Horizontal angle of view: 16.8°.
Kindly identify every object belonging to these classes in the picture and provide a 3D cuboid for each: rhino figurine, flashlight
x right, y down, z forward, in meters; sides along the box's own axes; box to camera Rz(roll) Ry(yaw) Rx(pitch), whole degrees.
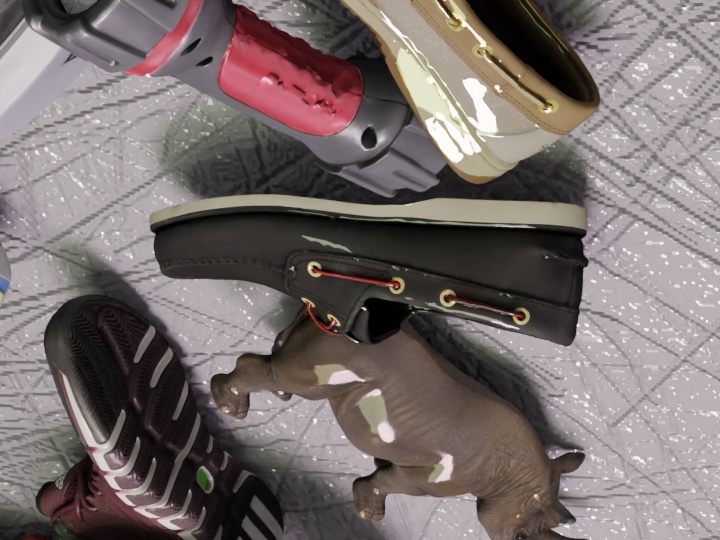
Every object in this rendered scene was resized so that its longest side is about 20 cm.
[{"bbox_3d":[0.033,0.079,1.131,0.200,0.060,0.087,36,127,-20],"label":"rhino figurine"},{"bbox_3d":[-0.036,-0.083,0.935,0.199,0.068,0.068,24,118,-43],"label":"flashlight"}]

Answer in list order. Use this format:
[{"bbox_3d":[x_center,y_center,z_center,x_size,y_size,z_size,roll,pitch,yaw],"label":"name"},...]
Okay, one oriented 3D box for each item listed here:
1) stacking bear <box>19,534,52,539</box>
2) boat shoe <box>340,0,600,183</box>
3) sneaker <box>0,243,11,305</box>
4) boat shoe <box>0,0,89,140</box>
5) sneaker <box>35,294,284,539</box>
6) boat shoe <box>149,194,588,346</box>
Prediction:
[{"bbox_3d":[-0.288,0.154,1.323,0.199,0.114,0.122,35,138,-6],"label":"stacking bear"},{"bbox_3d":[0.025,-0.124,0.922,0.066,0.074,0.200,-22,125,24],"label":"boat shoe"},{"bbox_3d":[-0.207,-0.060,1.081,0.105,0.076,0.200,-21,122,38],"label":"sneaker"},{"bbox_3d":[-0.115,-0.132,0.976,0.066,0.070,0.200,50,131,4],"label":"boat shoe"},{"bbox_3d":[-0.130,0.096,1.213,0.115,0.076,0.200,-5,132,32],"label":"sneaker"},{"bbox_3d":[-0.001,0.000,1.046,0.200,0.064,0.074,3,176,20],"label":"boat shoe"}]
